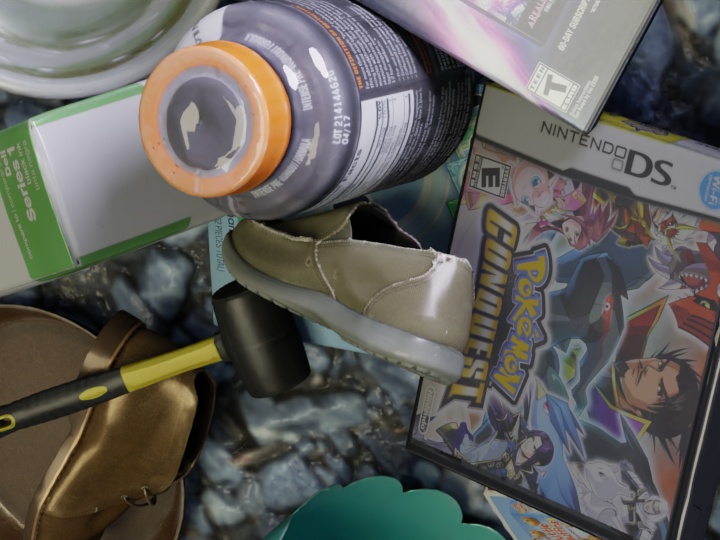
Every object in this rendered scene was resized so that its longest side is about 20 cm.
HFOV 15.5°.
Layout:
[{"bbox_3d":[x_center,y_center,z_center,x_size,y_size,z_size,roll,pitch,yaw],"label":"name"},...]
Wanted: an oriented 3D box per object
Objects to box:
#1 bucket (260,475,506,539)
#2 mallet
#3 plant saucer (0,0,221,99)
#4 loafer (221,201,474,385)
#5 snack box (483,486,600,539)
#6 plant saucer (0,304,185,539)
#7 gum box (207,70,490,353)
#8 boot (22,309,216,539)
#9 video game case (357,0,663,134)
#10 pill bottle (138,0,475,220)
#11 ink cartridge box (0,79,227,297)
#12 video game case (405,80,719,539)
[{"bbox_3d":[-0.006,0.228,1.486,0.208,0.207,0.135,52,135,-2],"label":"bucket"},{"bbox_3d":[-0.121,0.068,1.488,0.199,0.041,0.066,-26,102,19],"label":"mallet"},{"bbox_3d":[-0.163,-0.194,1.435,0.199,0.050,0.201,0,94,-2],"label":"plant saucer"},{"bbox_3d":[0.000,0.000,1.374,0.200,0.075,0.070,26,92,51],"label":"loafer"},{"bbox_3d":[0.135,0.166,1.421,0.072,0.024,0.200,1,144,30],"label":"snack box"},{"bbox_3d":[-0.188,0.108,1.633,0.199,0.032,0.201,12,117,24],"label":"plant saucer"},{"bbox_3d":[0.010,-0.038,1.445,0.199,0.045,0.171,10,116,26],"label":"gum box"},{"bbox_3d":[-0.144,0.124,1.557,0.075,0.074,0.201,27,120,8],"label":"boot"},{"bbox_3d":[0.057,-0.176,1.269,0.199,0.019,0.143,30,113,7],"label":"video game case"},{"bbox_3d":[-0.029,-0.083,1.298,0.106,0.200,0.107,5,100,26],"label":"pill bottle"},{"bbox_3d":[-0.161,-0.042,1.442,0.200,0.146,0.085,-15,96,52],"label":"ink cartridge box"},{"bbox_3d":[0.113,0.024,1.307,0.180,0.025,0.201,22,105,40],"label":"video game case"}]
